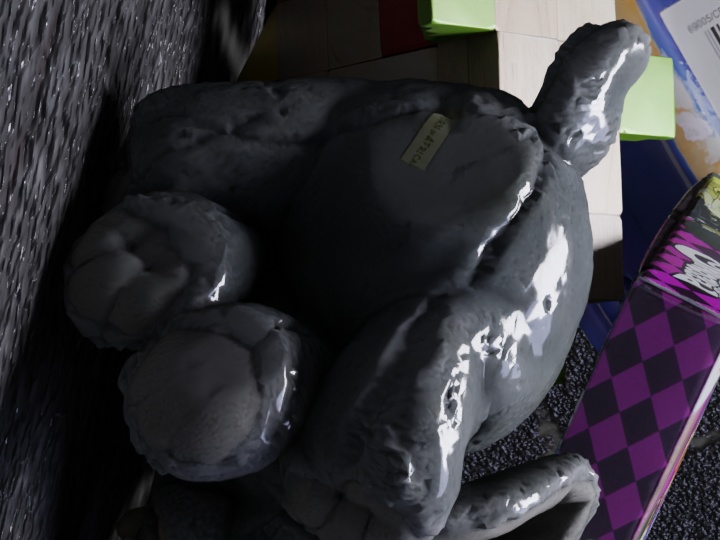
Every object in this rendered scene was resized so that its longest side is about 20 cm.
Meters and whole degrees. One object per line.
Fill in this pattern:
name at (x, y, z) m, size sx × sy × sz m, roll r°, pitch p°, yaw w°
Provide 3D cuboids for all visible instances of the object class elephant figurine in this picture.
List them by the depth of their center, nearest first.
elephant figurine at (-0.009, 0.042, 0.661) m, size 0.200 × 0.154 × 0.142 m, roll 87°, pitch 10°, yaw -56°

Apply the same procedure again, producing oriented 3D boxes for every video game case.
video game case at (0.073, 0.078, 0.772) m, size 0.201 × 0.036 × 0.181 m, roll -67°, pitch 171°, yaw 15°

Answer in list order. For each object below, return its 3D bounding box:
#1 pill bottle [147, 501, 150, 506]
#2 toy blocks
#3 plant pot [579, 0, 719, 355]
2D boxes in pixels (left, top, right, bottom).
pill bottle at (-0.022, 0.123, 0.825) m, size 0.201 × 0.111 × 0.112 m, roll 98°, pitch 6°, yaw -47°
toy blocks at (0.014, -0.062, 0.769) m, size 0.136 × 0.100 × 0.201 m, roll -8°, pitch -98°, yaw 49°
plant pot at (0.147, -0.086, 0.927) m, size 0.201 × 0.199 × 0.180 m, roll 60°, pitch -6°, yaw -2°
